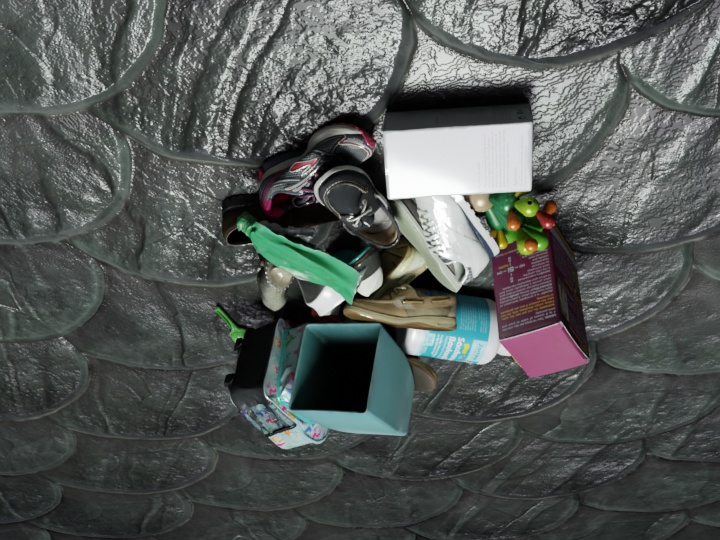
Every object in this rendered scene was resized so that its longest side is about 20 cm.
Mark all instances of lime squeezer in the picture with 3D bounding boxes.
[{"bbox_3d":[-0.218,0.138,1.792,0.037,0.071,0.203,-1,118,31],"label":"lime squeezer"}]

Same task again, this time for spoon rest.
[{"bbox_3d":[-0.062,0.036,1.573,0.099,0.061,0.200,43,173,-8],"label":"spoon rest"}]

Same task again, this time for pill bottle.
[{"bbox_3d":[0.165,0.096,1.684,0.196,0.113,0.111,8,144,-11],"label":"pill bottle"}]

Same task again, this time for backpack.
[{"bbox_3d":[-0.114,0.196,1.682,0.148,0.180,0.201,-12,135,22],"label":"backpack"}]

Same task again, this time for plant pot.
[{"bbox_3d":[0.004,0.188,1.604,0.139,0.144,0.200,-2,155,28],"label":"plant pot"}]

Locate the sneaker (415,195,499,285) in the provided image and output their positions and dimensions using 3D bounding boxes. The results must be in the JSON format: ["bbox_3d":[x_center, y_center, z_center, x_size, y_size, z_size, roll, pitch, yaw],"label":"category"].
[{"bbox_3d":[0.121,-0.066,1.443,0.080,0.076,0.200,-43,115,-4],"label":"sneaker"}]

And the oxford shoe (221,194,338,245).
[{"bbox_3d":[-0.110,-0.069,1.479,0.196,0.086,0.073,-10,143,12],"label":"oxford shoe"}]

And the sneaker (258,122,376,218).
[{"bbox_3d":[-0.058,-0.135,1.392,0.198,0.076,0.080,-26,137,31],"label":"sneaker"}]

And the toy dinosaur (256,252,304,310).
[{"bbox_3d":[-0.137,0.015,1.580,0.075,0.104,0.201,10,143,-13],"label":"toy dinosaur"}]

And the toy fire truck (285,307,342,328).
[{"bbox_3d":[-0.075,0.119,1.771,0.138,0.050,0.201,-14,142,20],"label":"toy fire truck"}]

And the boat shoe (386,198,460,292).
[{"bbox_3d":[0.109,-0.055,1.519,0.061,0.071,0.202,-45,126,-10],"label":"boat shoe"}]

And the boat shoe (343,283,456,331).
[{"bbox_3d":[0.063,0.055,1.568,0.196,0.066,0.071,8,172,-28],"label":"boat shoe"}]

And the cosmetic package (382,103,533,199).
[{"bbox_3d":[0.130,-0.159,1.334,0.195,0.074,0.104,-1,119,5],"label":"cosmetic package"}]

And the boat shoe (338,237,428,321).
[{"bbox_3d":[0.036,0.023,1.621,0.062,0.074,0.201,20,131,-31],"label":"boat shoe"}]

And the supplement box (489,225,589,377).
[{"bbox_3d":[0.271,0.038,1.524,0.102,0.203,0.131,-17,141,24],"label":"supplement box"}]

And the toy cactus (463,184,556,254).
[{"bbox_3d":[0.207,-0.093,1.425,0.164,0.103,0.200,36,-178,4],"label":"toy cactus"}]

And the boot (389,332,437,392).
[{"bbox_3d":[0.077,0.150,1.726,0.199,0.075,0.075,20,138,55],"label":"boot"}]

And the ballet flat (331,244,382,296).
[{"bbox_3d":[0.000,0.000,1.522,0.069,0.068,0.200,54,170,-8],"label":"ballet flat"}]

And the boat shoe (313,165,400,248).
[{"bbox_3d":[0.000,-0.083,1.393,0.073,0.061,0.200,-35,153,8],"label":"boat shoe"}]

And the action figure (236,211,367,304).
[{"bbox_3d":[-0.087,-0.027,1.409,0.197,0.055,0.119,28,154,3],"label":"action figure"}]
